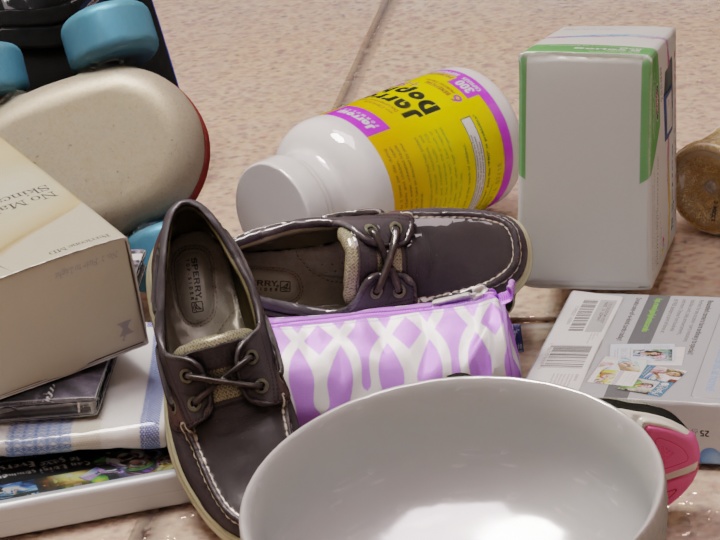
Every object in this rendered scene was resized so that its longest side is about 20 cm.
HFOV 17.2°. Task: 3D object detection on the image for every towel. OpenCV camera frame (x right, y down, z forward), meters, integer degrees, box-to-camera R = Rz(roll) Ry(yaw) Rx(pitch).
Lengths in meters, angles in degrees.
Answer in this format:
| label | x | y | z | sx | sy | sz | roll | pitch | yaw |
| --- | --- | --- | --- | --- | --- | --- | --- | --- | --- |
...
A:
| label | x | y | z | sx | sy | sz | roll | pitch | yaw |
| --- | --- | --- | --- | --- | --- | --- | --- | --- | --- |
| towel | -0.199 | 0.074 | 1.359 | 0.199 | 0.024 | 0.147 | -6 | 23 | 1 |

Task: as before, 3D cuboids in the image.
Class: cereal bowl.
| label | x | y | z | sx | sy | sz | roll | pitch | yaw |
| --- | --- | --- | --- | --- | --- | --- | --- | --- | --- |
| cereal bowl | 0.046 | 0.135 | 1.111 | 0.199 | 0.084 | 0.200 | -5 | 29 | 3 |

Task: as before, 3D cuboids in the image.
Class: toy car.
| label | x | y | z | sx | sy | sz | roll | pitch | yaw |
| --- | --- | --- | --- | --- | --- | --- | --- | --- | --- |
| toy car | -0.177 | -0.056 | 1.598 | 0.176 | 0.185 | 0.200 | -18 | -10 | 3 |

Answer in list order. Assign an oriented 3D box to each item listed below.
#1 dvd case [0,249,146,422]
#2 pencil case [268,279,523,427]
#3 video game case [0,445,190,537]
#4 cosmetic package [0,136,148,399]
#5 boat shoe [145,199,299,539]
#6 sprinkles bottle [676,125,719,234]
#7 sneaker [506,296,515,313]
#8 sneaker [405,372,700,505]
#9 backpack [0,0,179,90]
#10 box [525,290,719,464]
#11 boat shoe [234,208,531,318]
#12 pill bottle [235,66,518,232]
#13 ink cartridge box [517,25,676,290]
| label | x | y | z | sx | sy | sz | roll | pitch | yaw |
| --- | --- | --- | --- | --- | --- | --- | --- | --- | --- |
| dvd case | -0.212 | 0.038 | 1.396 | 0.148 | 0.016 | 0.200 | -5 | 24 | 6 |
| pencil case | -0.003 | 0.055 | 1.340 | 0.199 | 0.086 | 0.084 | -6 | 19 | -2 |
| video game case | -0.209 | 0.104 | 1.346 | 0.199 | 0.023 | 0.182 | -9 | 21 | -13 |
| cosmetic package | -0.213 | -0.006 | 1.382 | 0.103 | 0.073 | 0.200 | -20 | 28 | -24 |
| boat shoe | -0.076 | 0.052 | 1.264 | 0.072 | 0.065 | 0.200 | -13 | 60 | -3 |
| sprinkles bottle | 0.292 | -0.088 | 1.666 | 0.068 | 0.068 | 0.200 | 11 | 27 | 36 |
| sneaker | 0.000 | 0.013 | 1.486 | 0.199 | 0.079 | 0.089 | 2 | 7 | 9 |
| sneaker | 0.076 | 0.091 | 1.244 | 0.199 | 0.074 | 0.088 | -8 | 27 | 6 |
| backpack | -0.256 | -0.127 | 1.773 | 0.200 | 0.163 | 0.168 | -18 | -4 | -31 |
| box | 0.203 | 0.060 | 1.346 | 0.199 | 0.041 | 0.156 | 1 | 22 | 16 |
| boat shoe | 0.000 | 0.000 | 1.395 | 0.199 | 0.072 | 0.065 | -5 | -10 | 8 |
| pill bottle | 0.012 | -0.066 | 1.622 | 0.104 | 0.105 | 0.200 | 16 | 29 | 42 |
| ink cartridge box | 0.154 | -0.076 | 1.513 | 0.087 | 0.146 | 0.200 | 1 | 10 | 10 |
